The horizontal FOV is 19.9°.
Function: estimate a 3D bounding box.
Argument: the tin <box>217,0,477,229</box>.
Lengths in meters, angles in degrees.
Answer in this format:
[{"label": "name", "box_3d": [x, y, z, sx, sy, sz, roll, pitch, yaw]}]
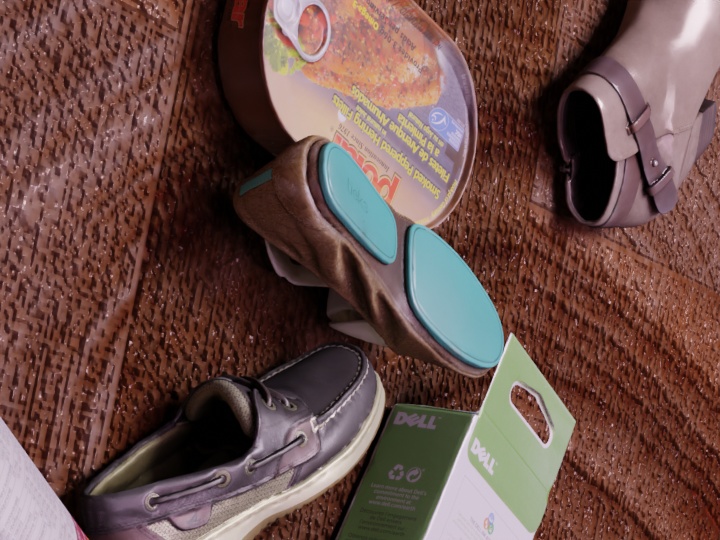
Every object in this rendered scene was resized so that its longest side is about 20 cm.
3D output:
[{"label": "tin", "box_3d": [-0.004, -0.094, 1.073, 0.200, 0.042, 0.113, 39, 59, -48]}]

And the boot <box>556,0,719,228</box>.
[{"label": "boot", "box_3d": [0.174, -0.127, 1.286, 0.146, 0.070, 0.202, -27, 115, -47]}]

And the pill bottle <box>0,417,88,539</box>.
[{"label": "pill bottle", "box_3d": [-0.184, 0.087, 0.788, 0.110, 0.109, 0.201, -57, 135, -33]}]

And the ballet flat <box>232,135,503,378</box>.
[{"label": "ballet flat", "box_3d": [0.000, 0.000, 1.058, 0.200, 0.072, 0.068, 40, 44, -48]}]

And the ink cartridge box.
[{"label": "ink cartridge box", "box_3d": [0.047, 0.143, 1.148, 0.104, 0.059, 0.201, 50, 55, -44]}]

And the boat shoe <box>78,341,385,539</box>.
[{"label": "boat shoe", "box_3d": [-0.059, 0.083, 0.990, 0.201, 0.071, 0.067, -38, 128, -40]}]
